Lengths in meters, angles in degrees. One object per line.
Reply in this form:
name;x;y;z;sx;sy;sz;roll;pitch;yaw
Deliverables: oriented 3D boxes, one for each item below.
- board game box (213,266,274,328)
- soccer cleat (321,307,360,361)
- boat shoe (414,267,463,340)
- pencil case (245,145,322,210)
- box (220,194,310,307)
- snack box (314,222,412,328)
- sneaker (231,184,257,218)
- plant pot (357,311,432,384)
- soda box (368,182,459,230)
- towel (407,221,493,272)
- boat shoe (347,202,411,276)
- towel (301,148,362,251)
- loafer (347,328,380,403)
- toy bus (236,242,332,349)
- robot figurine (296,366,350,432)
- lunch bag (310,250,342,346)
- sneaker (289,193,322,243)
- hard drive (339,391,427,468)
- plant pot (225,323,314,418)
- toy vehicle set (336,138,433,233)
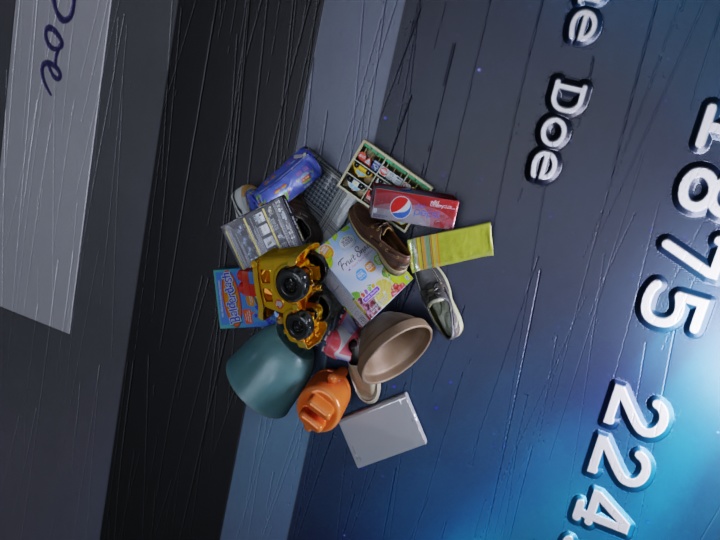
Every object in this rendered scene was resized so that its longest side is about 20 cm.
board game box;-0.277;0.066;1.594;0.193;0.045;0.158;-4;97;17
soccer cleat;-0.026;0.144;1.453;0.075;0.201;0.068;24;121;9
boat shoe;0.179;0.066;1.443;0.070;0.066;0.206;-26;90;21
pencil case;-0.177;-0.203;1.436;0.199;0.088;0.078;-41;63;-14
box;-0.198;-0.041;1.376;0.157;0.049;0.205;-24;98;9
snack box;0.000;0.000;1.435;0.201;0.168;0.068;48;144;4
sneaker;-0.267;-0.115;1.560;0.086;0.075;0.207;0;110;47
plant pot;0.065;0.165;1.445;0.202;0.199;0.094;-48;56;17
soda box;0.119;-0.146;1.394;0.193;0.064;0.072;8;108;-8
towel;0.204;-0.051;1.403;0.193;0.018;0.088;-12;123;3
boat shoe;0.048;-0.084;1.416;0.201;0.071;0.068;51;141;15
towel;-0.118;-0.164;1.517;0.191;0.034;0.202;39;107;8
loafer;0.001;0.234;1.522;0.073;0.068;0.207;-10;95;18
toy bus;-0.168;0.052;1.312;0.185;0.136;0.207;-1;107;19
robot figurine;-0.085;0.309;1.491;0.112;0.200;0.149;-3;102;12
lunch bag;-0.138;0.065;1.491;0.198;0.140;0.169;38;109;-7
sneaker;-0.164;-0.143;1.482;0.070;0.075;0.201;-42;82;17
hard drive;0.054;0.402;1.554;0.195;0.026;0.135;-25;91;18
plant pot;-0.205;0.229;1.519;0.200;0.200;0.162;44;104;6
toy vehicle set;0.057;-0.197;1.445;0.197;0.027;0.126;34;105;0
